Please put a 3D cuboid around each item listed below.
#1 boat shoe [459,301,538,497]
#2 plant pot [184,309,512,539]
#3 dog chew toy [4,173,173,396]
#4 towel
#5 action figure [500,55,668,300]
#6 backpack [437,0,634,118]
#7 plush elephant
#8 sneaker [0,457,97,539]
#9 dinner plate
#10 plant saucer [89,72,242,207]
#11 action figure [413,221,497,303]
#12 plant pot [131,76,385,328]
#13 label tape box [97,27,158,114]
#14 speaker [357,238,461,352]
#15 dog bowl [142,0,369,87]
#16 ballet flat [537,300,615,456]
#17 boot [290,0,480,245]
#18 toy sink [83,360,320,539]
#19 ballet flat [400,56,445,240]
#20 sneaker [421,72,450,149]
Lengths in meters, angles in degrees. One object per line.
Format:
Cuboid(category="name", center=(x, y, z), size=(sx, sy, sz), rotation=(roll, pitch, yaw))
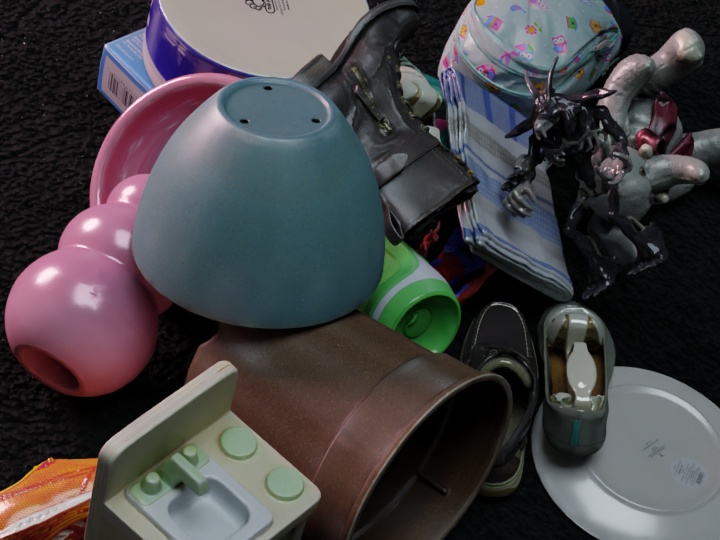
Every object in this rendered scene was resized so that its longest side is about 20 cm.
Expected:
Cuboid(category="boat shoe", center=(0.121, 0.097, 1.669), size=(0.073, 0.065, 0.200), rotation=(9, 47, -5))
Cuboid(category="plant pot", center=(-0.019, 0.116, 1.544), size=(0.198, 0.200, 0.200), rotation=(34, 49, 26))
Cuboid(category="dog chew toy", center=(-0.201, 0.004, 1.610), size=(0.124, 0.125, 0.200), rotation=(26, 61, 8))
Cuboid(category="towel", center=(0.131, -0.077, 1.758), size=(0.147, 0.024, 0.200), rotation=(29, 42, -40))
Cuboid(category="action figure", center=(0.189, -0.081, 1.710), size=(0.200, 0.119, 0.102), rotation=(62, 29, -8))
Cuboid(category="backpack", center=(0.159, -0.222, 1.918), size=(0.167, 0.127, 0.200), rotation=(34, 49, 14))
Cuboid(category="plush elephant", center=(0.257, -0.103, 1.824), size=(0.200, 0.165, 0.155), rotation=(-15, 34, 9))
Cuboid(category="sneaker", center=(-0.210, 0.166, 1.519), size=(0.200, 0.073, 0.077), rotation=(-14, 45, -29))
Cuboid(category="dinner plate", center=(0.244, 0.156, 1.680), size=(0.200, 0.024, 0.200), rotation=(8, 49, -9))
Cuboid(category="plant saucer", center=(-0.133, -0.067, 1.698), size=(0.200, 0.051, 0.201), rotation=(-4, 77, 19))
Cuboid(category="action figure", center=(0.100, -0.025, 1.749), size=(0.065, 0.099, 0.200), rotation=(44, 54, 3))
Cuboid(category="plant pot", center=(-0.071, -0.069, 1.523), size=(0.200, 0.135, 0.200), rotation=(7, 35, -5))
Cuboid(category="label tape box", center=(-0.123, -0.180, 1.850), size=(0.200, 0.066, 0.143), rotation=(-28, 62, -36))
Cuboid(category="speaker", center=(0.000, 0.000, 1.679), size=(0.088, 0.089, 0.200), rotation=(-18, 39, -28))
Cuboid(category="dog bowl", center=(-0.093, -0.215, 1.792), size=(0.200, 0.079, 0.200), rotation=(8, 48, -9))
Cuboid(category="ballet flat", center=(0.187, 0.074, 1.687), size=(0.067, 0.064, 0.200), rotation=(3, 38, 2))
Cuboid(category="boot", center=(0.034, -0.124, 1.679), size=(0.174, 0.069, 0.200), rotation=(43, 55, 4))
Cuboid(category="toy sink", center=(-0.115, 0.186, 1.437), size=(0.112, 0.200, 0.130), rotation=(39, 50, 20))
Cuboid(category="ballet flat", center=(0.048, -0.123, 1.747), size=(0.074, 0.074, 0.200), rotation=(-1, 64, -15))
Cuboid(category="sneaker", center=(0.022, -0.129, 1.827), size=(0.200, 0.084, 0.121), rotation=(-3, 55, -27))
